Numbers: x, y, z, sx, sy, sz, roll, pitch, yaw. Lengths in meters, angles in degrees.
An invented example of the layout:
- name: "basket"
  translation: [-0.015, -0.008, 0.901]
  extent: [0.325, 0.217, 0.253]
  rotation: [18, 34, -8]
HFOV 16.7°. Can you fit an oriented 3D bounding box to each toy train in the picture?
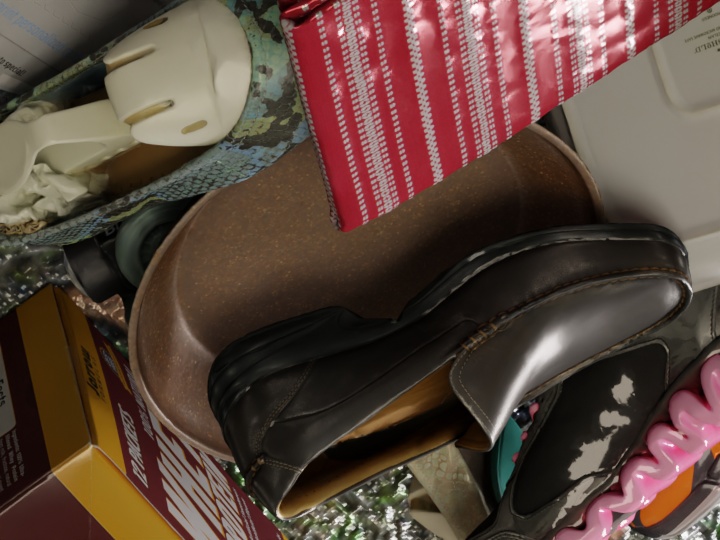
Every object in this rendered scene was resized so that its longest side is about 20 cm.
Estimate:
- name: "toy train"
  translation: [-0.023, -0.027, 1.030]
  extent: [0.199, 0.085, 0.114]
  rotation: [-30, 124, 3]

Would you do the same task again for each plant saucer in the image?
- name: "plant saucer"
  translation: [0.000, 0.000, 0.987]
  extent: [0.199, 0.037, 0.201]
  rotation: [-12, 136, -12]

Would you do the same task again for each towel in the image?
- name: "towel"
  translation: [0.064, -0.102, 0.853]
  extent: [0.199, 0.023, 0.145]
  rotation: [-32, 151, -9]

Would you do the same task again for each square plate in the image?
- name: "square plate"
  translation: [0.142, -0.095, 0.960]
  extent: [0.199, 0.028, 0.199]
  rotation: [-17, 94, 36]

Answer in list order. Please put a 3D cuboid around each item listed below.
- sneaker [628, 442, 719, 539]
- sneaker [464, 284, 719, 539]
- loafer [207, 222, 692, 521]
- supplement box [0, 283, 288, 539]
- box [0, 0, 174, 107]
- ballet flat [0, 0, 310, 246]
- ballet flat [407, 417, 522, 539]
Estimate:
- name: "sneaker"
  translation: [0.139, 0.019, 1.112]
  extent: [0.112, 0.078, 0.201]
  rotation: [20, 100, -20]
- name: "sneaker"
  translation: [0.103, 0.058, 1.064]
  extent: [0.200, 0.079, 0.095]
  rotation: [-46, 79, 20]
- name: "loafer"
  translation: [0.042, 0.043, 0.964]
  extent: [0.199, 0.073, 0.073]
  rotation: [-22, 139, 1]
- name: "supplement box"
  translation: [-0.145, 0.157, 1.068]
  extent: [0.200, 0.133, 0.197]
  rotation: [-35, 121, 6]
- name: "box"
  translation: [-0.132, -0.100, 0.935]
  extent: [0.200, 0.041, 0.156]
  rotation: [-37, 161, 8]
- name: "ballet flat"
  translation: [-0.081, -0.056, 0.895]
  extent: [0.074, 0.075, 0.200]
  rotation: [35, 135, -28]
- name: "ballet flat"
  translation: [0.038, 0.081, 1.129]
  extent: [0.062, 0.068, 0.201]
  rotation: [-16, 122, 27]
